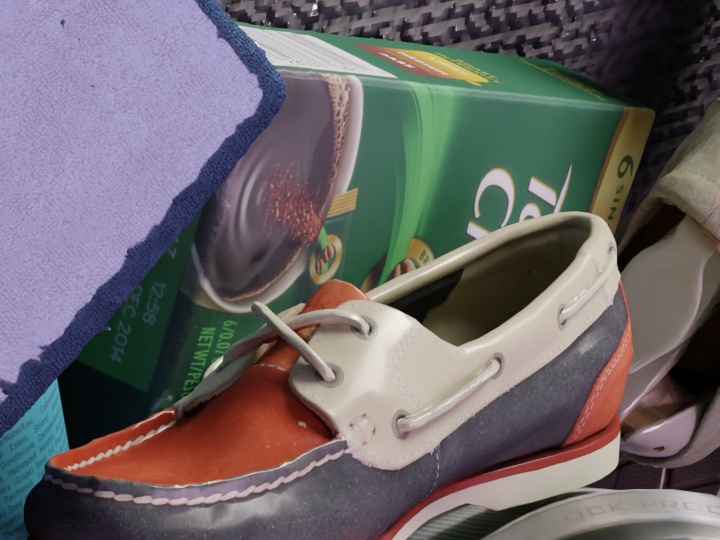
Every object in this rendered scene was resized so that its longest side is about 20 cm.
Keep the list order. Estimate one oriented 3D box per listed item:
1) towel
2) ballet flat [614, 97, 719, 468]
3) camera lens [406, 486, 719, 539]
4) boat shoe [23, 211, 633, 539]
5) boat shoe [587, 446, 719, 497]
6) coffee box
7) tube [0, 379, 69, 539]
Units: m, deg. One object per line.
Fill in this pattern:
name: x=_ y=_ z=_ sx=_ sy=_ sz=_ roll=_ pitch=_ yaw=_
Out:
towel: x=-0.113 y=0.001 z=0.565 sx=0.200 sy=0.048 sz=0.112 roll=-47 pitch=128 yaw=-10
ballet flat: x=0.087 y=0.015 z=0.861 sx=0.062 sy=0.067 sz=0.200 roll=-42 pitch=163 yaw=-28
camera lens: x=0.061 y=0.139 z=0.779 sx=0.160 sy=0.160 sz=0.200 roll=-60 pitch=-175 yaw=-7
boat shoe: x=-0.003 y=0.031 z=0.681 sx=0.200 sy=0.071 sz=0.063 roll=-14 pitch=114 yaw=-47
boat shoe: x=0.103 y=0.118 z=1.004 sx=0.073 sy=0.074 sz=0.201 roll=-50 pitch=152 yaw=-75
coffee box: x=0.000 y=0.000 z=0.771 sx=0.200 sy=0.044 sz=0.123 roll=2 pitch=109 yaw=-57
tube: x=-0.097 y=0.022 z=0.642 sx=0.077 sy=0.050 sz=0.201 roll=-36 pitch=135 yaw=-34
